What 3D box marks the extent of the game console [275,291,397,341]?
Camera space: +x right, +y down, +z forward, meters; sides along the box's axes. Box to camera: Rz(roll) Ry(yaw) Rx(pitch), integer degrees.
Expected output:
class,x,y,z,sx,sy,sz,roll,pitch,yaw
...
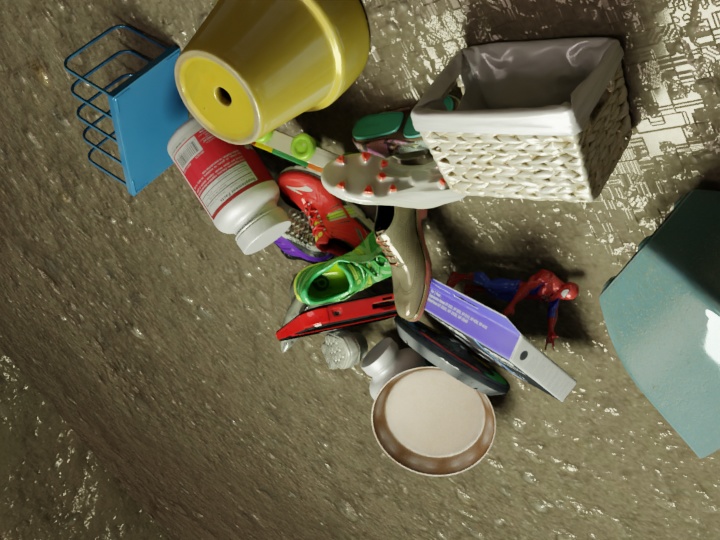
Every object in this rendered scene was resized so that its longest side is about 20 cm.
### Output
class,x,y,z,sx,sy,sz,roll,pitch,yaw
game console,-0.017,0.067,1.376,0.177,0.197,0.032,153,106,-66

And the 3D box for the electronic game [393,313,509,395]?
class,x,y,z,sx,sy,sz,roll,pitch,yaw
electronic game,0.135,0.122,1.339,0.198,0.042,0.200,33,-176,-3

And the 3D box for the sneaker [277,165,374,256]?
class,x,y,z,sx,sy,sz,roll,pitch,yaw
sneaker,-0.049,-0.073,1.335,0.199,0.085,0.077,41,145,-2

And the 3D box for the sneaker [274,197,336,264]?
class,x,y,z,sx,sy,sz,roll,pitch,yaw
sneaker,-0.124,-0.064,1.437,0.199,0.070,0.100,32,154,17

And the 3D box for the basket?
class,x,y,z,sx,sy,sz,roll,pitch,yaw
basket,0.178,-0.158,0.969,0.198,0.136,0.124,7,137,40

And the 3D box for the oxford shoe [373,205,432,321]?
class,x,y,z,sx,sy,sz,roll,pitch,yaw
oxford shoe,0.047,-0.031,1.211,0.070,0.074,0.204,-5,90,54

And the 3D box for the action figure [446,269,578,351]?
class,x,y,z,sx,sy,sz,roll,pitch,yaw
action figure,0.202,0.050,1.221,0.198,0.100,0.065,-5,149,44

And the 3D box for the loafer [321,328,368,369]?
class,x,y,z,sx,sy,sz,roll,pitch,yaw
loafer,-0.022,0.126,1.516,0.200,0.069,0.071,142,104,-79

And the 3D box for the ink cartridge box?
class,x,y,z,sx,sy,sz,roll,pitch,yaw
ink cartridge box,0.172,0.087,1.235,0.200,0.044,0.197,40,174,-39

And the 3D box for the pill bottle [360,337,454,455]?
class,x,y,z,sx,sy,sz,roll,pitch,yaw
pill bottle,0.090,0.207,1.503,0.200,0.111,0.110,48,146,-12

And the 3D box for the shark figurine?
class,x,y,z,sx,sy,sz,roll,pitch,yaw
shark figurine,-0.053,0.044,1.510,0.089,0.130,0.214,26,135,-27

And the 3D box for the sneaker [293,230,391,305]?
class,x,y,z,sx,sy,sz,roll,pitch,yaw
sneaker,0.000,0.000,1.277,0.075,0.198,0.084,61,-178,-16

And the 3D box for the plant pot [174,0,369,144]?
class,x,y,z,sx,sy,sz,roll,pitch,yaw
plant pot,-0.117,-0.258,1.094,0.199,0.189,0.202,25,144,19

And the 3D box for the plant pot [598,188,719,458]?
class,x,y,z,sx,sy,sz,roll,pitch,yaw
plant pot,0.375,0.034,0.957,0.200,0.196,0.197,42,148,11

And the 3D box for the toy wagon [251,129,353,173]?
class,x,y,z,sx,sy,sz,roll,pitch,yaw
toy wagon,-0.092,-0.170,1.223,0.198,0.040,0.155,24,-173,24

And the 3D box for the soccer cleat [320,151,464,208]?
class,x,y,z,sx,sy,sz,roll,pitch,yaw
soccer cleat,0.048,-0.107,1.146,0.196,0.070,0.078,-1,159,-4

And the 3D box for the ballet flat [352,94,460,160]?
class,x,y,z,sx,sy,sz,roll,pitch,yaw
ballet flat,0.070,-0.172,1.132,0.071,0.070,0.199,37,156,-31

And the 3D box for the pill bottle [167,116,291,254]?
class,x,y,z,sx,sy,sz,roll,pitch,yaw
pill bottle,-0.191,-0.130,1.341,0.201,0.112,0.112,56,148,7

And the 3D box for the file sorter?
class,x,y,z,sx,sy,sz,roll,pitch,yaw
file sorter,-0.356,-0.250,1.390,0.122,0.139,0.201,31,146,20

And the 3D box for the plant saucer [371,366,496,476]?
class,x,y,z,sx,sy,sz,roll,pitch,yaw
plant saucer,0.116,0.232,1.429,0.197,0.035,0.203,4,115,8
